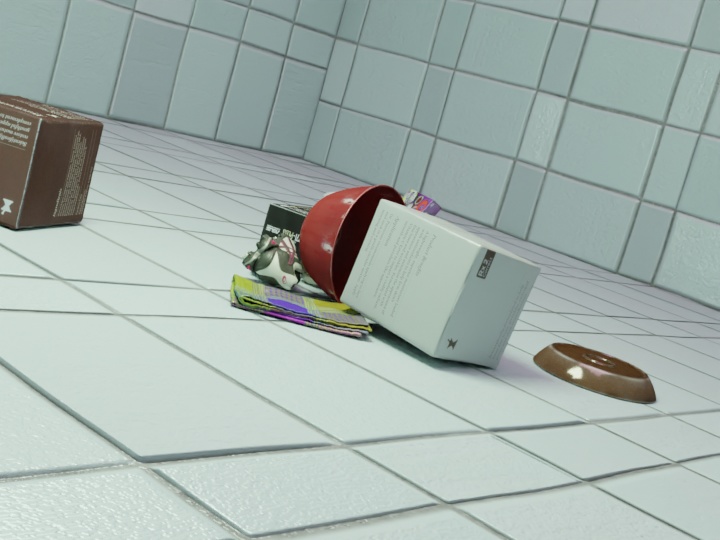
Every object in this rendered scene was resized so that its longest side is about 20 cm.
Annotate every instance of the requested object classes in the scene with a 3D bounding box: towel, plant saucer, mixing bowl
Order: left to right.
[{"bbox_3d":[-0.087,0.050,1.563,0.198,0.023,0.144,15,10,-10],"label":"towel"},{"bbox_3d":[-0.024,-0.046,1.705,0.108,0.202,0.199,18,8,33],"label":"mixing bowl"},{"bbox_3d":[0.370,0.154,1.723,0.198,0.035,0.200,17,8,-2],"label":"plant saucer"}]

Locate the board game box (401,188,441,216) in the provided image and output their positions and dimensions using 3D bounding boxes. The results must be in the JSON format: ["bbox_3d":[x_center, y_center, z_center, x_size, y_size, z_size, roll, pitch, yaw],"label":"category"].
[{"bbox_3d":[0.046,-0.053,1.911,0.032,0.200,0.120,44,-3,-26],"label":"board game box"}]

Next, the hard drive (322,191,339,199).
[{"bbox_3d":[-0.017,-0.085,1.912,0.131,0.027,0.200,-4,30,12],"label":"hard drive"}]

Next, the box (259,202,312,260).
[{"bbox_3d":[-0.065,-0.059,2.067,0.163,0.087,0.200,21,10,26],"label":"box"}]

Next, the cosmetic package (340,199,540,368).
[{"bbox_3d":[0.114,0.019,1.578,0.199,0.166,0.164,30,10,40],"label":"cosmetic package"}]

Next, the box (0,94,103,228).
[{"bbox_3d":[-0.514,-0.167,1.649,0.165,0.166,0.200,18,9,11],"label":"box"}]

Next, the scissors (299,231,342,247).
[{"bbox_3d":[-0.070,-0.083,1.862,0.072,0.014,0.200,3,27,-9],"label":"scissors"}]

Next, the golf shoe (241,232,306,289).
[{"bbox_3d":[-0.128,-0.005,1.737,0.088,0.077,0.200,43,8,3],"label":"golf shoe"}]

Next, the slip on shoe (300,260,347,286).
[{"bbox_3d":[0.000,0.000,1.806,0.198,0.061,0.076,14,48,2],"label":"slip on shoe"}]
